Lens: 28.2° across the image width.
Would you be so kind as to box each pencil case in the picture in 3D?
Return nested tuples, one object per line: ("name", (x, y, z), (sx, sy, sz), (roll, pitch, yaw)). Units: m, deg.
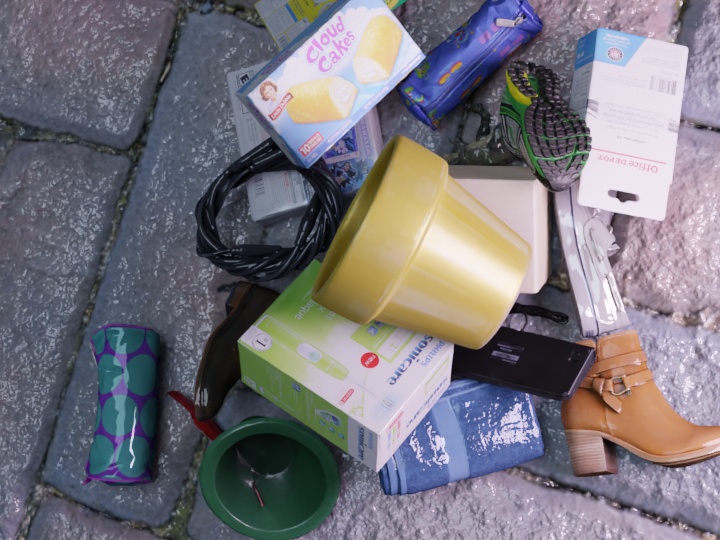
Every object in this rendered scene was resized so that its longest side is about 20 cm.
("pencil case", (0.131, -0.259, 1.721), (0.200, 0.087, 0.078), (-42, 104, 11))
("pencil case", (-0.304, 0.172, 1.823), (0.091, 0.085, 0.203), (1, 82, 4))

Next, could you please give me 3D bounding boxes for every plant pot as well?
("plant pot", (0.073, -0.014, 1.537), (0.188, 0.201, 0.202), (29, 93, -7))

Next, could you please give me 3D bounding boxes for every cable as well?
("cable", (-0.116, -0.067, 1.765), (0.199, 0.051, 0.164), (-34, 79, 9))

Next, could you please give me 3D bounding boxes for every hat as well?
("hat", (-0.122, 0.211, 1.786), (0.165, 0.176, 0.200), (-40, 111, 12))

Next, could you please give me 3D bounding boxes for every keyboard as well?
("keyboard", (0.181, 0.085, 1.650), (0.198, 0.021, 0.128), (13, 56, 36))

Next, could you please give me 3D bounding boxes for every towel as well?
("towel", (0.109, 0.184, 1.640), (0.198, 0.049, 0.113), (-13, 79, -12))

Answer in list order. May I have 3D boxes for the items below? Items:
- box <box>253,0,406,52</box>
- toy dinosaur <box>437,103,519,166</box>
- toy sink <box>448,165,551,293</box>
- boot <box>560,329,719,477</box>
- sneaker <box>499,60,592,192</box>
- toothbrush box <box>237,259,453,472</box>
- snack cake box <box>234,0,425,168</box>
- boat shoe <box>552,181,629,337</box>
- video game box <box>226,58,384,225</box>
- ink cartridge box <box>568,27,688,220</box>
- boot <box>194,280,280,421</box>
("box", (-0.026, -0.345, 1.785), (0.199, 0.048, 0.118), (-35, 52, 7))
("toy dinosaur", (0.164, -0.161, 1.719), (0.198, 0.047, 0.089), (-7, 84, 15))
("toy sink", (0.118, -0.052, 1.667), (0.198, 0.112, 0.132), (1, 103, 18))
("boot", (0.319, 0.143, 1.603), (0.198, 0.074, 0.157), (-8, 76, 17))
("sneaker", (0.205, -0.150, 1.609), (0.077, 0.086, 0.201), (4, 38, -11))
("toothbrush box", (-0.017, 0.104, 1.601), (0.199, 0.087, 0.146), (32, 59, 20))
("snack cake box", (-0.036, -0.232, 1.699), (0.200, 0.067, 0.115), (-44, 109, -8))
("boat shoe", (0.265, -0.026, 1.648), (0.065, 0.072, 0.202), (-11, 73, 4))
("video game box", (-0.066, -0.178, 1.804), (0.180, 0.047, 0.202), (-15, 78, 20))
("ink cartridge box", (0.296, -0.162, 1.629), (0.114, 0.067, 0.203), (10, 85, -13))
("boot", (-0.133, 0.102, 1.746), (0.096, 0.075, 0.202), (11, 56, 13))
